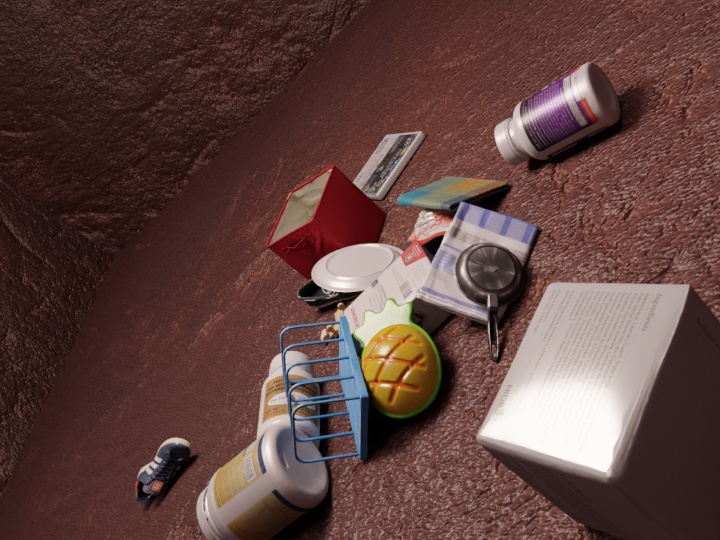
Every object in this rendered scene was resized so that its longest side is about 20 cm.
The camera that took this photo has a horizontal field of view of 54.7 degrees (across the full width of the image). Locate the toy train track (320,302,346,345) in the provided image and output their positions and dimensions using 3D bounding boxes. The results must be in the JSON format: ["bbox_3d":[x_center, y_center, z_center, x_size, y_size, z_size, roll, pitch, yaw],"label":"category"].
[{"bbox_3d":[-0.017,0.073,1.437,0.200,0.032,0.115,-44,27,12],"label":"toy train track"}]

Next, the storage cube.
[{"bbox_3d":[-0.076,-0.091,1.579,0.170,0.179,0.202,-24,37,42],"label":"storage cube"}]

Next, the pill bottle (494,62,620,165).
[{"bbox_3d":[0.337,-0.263,1.213,0.199,0.111,0.113,-26,35,40],"label":"pill bottle"}]

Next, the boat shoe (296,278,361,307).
[{"bbox_3d":[-0.056,0.025,1.499,0.198,0.061,0.076,-21,64,40],"label":"boat shoe"}]

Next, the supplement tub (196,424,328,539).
[{"bbox_3d":[-0.166,0.369,1.166,0.199,0.144,0.145,-40,28,21],"label":"supplement tub"}]

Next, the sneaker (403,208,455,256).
[{"bbox_3d":[0.165,-0.084,1.308,0.200,0.067,0.109,-16,45,54],"label":"sneaker"}]

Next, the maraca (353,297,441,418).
[{"bbox_3d":[0.057,0.138,1.117,0.136,0.107,0.202,-26,57,11],"label":"maraca"}]

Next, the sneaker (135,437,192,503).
[{"bbox_3d":[-0.452,0.464,1.592,0.200,0.074,0.085,-48,22,28],"label":"sneaker"}]

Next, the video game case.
[{"bbox_3d":[0.061,-0.265,1.764,0.201,0.023,0.181,-55,26,-10],"label":"video game case"}]

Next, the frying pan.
[{"bbox_3d":[0.189,0.033,1.077,0.031,0.113,0.192,94,-161,-61],"label":"frying pan"}]

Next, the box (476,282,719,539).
[{"bbox_3d":[0.266,0.146,0.695,0.170,0.199,0.202,1,56,57],"label":"box"}]

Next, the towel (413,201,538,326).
[{"bbox_3d":[0.191,-0.014,1.134,0.145,0.024,0.202,20,66,20],"label":"towel"}]

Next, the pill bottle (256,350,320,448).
[{"bbox_3d":[-0.131,0.250,1.298,0.114,0.114,0.201,-39,28,21],"label":"pill bottle"}]

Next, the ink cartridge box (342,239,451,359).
[{"bbox_3d":[0.072,0.066,1.246,0.200,0.083,0.147,-44,26,12],"label":"ink cartridge box"}]

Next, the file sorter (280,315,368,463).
[{"bbox_3d":[-0.063,0.199,1.160,0.120,0.141,0.201,-6,35,-9],"label":"file sorter"}]

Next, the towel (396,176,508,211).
[{"bbox_3d":[0.174,-0.148,1.353,0.145,0.022,0.199,-23,19,-21],"label":"towel"}]

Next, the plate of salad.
[{"bbox_3d":[0.000,0.000,1.395,0.196,0.049,0.201,-7,27,4],"label":"plate of salad"}]
